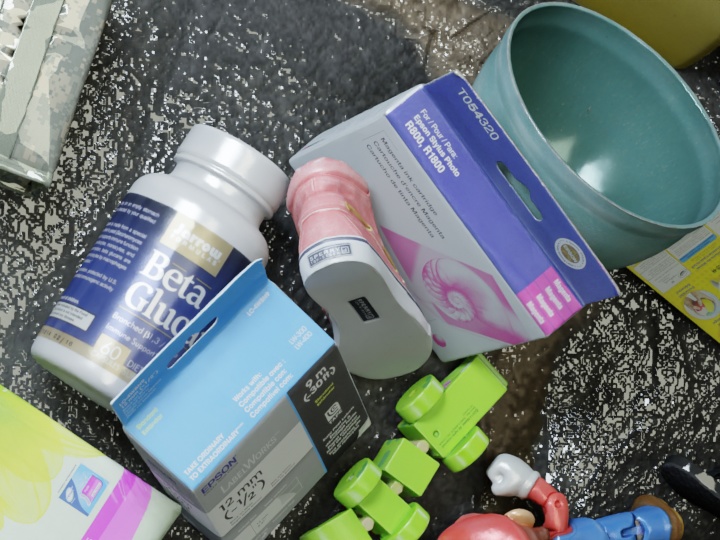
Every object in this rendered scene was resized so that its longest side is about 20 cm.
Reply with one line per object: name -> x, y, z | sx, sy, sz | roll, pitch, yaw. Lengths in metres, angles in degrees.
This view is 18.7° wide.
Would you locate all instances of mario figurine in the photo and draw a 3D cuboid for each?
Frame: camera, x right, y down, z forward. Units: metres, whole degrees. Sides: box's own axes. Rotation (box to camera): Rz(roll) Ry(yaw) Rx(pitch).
mario figurine -> 0.140, 0.210, 1.644 | 0.200, 0.106, 0.124 | 3, 51, -29

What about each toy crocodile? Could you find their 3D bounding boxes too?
toy crocodile -> 0.035, 0.141, 1.609 | 0.068, 0.062, 0.200 | 43, 72, -12

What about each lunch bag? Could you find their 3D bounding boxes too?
lunch bag -> -0.282, -0.161, 1.470 | 0.200, 0.118, 0.164 | 20, 83, -11

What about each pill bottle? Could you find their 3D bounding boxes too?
pill bottle -> -0.133, 0.002, 1.523 | 0.111, 0.111, 0.200 | 33, 79, -15

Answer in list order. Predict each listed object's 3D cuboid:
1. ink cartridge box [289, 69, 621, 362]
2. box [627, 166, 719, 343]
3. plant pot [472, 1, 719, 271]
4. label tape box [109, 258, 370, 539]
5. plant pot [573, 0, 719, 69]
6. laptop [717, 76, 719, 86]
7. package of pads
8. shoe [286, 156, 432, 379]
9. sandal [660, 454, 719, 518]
ink cartridge box -> 0.062, -0.032, 1.544 | 0.043, 0.200, 0.196 | -42, 101, -28
box -> 0.307, 0.007, 1.669 | 0.200, 0.117, 0.048 | 40, 40, -13
plant pot -> 0.147, -0.076, 1.588 | 0.200, 0.134, 0.200 | 24, 43, -25
label tape box -> -0.078, 0.099, 1.500 | 0.066, 0.200, 0.143 | 38, 75, 25
plant pot -> 0.245, -0.292, 1.624 | 0.200, 0.176, 0.200 | 31, 79, -15
laptop -> 0.421, -0.112, 1.711 | 0.187, 0.116, 0.200 | -32, 98, -17
package of pads -> -0.248, 0.173, 1.504 | 0.200, 0.068, 0.155 | 36, 78, -12
shoe -> 0.000, 0.000, 1.558 | 0.071, 0.200, 0.091 | -15, 60, 9
sandal -> 0.313, 0.183, 1.692 | 0.200, 0.075, 0.045 | 30, 82, -23
